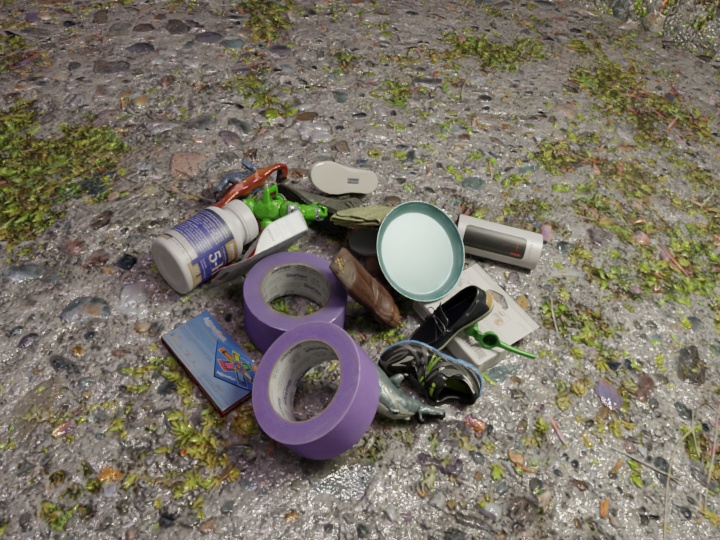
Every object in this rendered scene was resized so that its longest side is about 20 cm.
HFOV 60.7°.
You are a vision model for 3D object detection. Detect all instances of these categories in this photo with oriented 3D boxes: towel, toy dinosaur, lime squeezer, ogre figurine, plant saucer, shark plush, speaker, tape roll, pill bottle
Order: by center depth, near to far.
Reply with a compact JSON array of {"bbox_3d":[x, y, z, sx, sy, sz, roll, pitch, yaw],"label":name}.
[{"bbox_3d":[-0.072,0.192,0.995,0.195,0.085,0.205,-13,56,20],"label":"tape roll"},{"bbox_3d":[0.059,0.208,1.055,0.195,0.091,0.085,22,74,5],"label":"shark plush"},{"bbox_3d":[-0.124,0.064,1.168,0.193,0.086,0.203,6,45,-6],"label":"tape roll"},{"bbox_3d":[0.238,0.118,1.171,0.199,0.038,0.070,39,22,28],"label":"lime squeezer"},{"bbox_3d":[-0.306,-0.056,1.234,0.119,0.122,0.199,34,53,23],"label":"pill bottle"},{"bbox_3d":[0.119,-0.037,1.241,0.194,0.027,0.207,5,76,-20],"label":"plant saucer"},{"bbox_3d":[-0.183,-0.132,1.326,0.196,0.100,0.120,27,11,15],"label":"ogre figurine"},{"bbox_3d":[0.040,-0.116,1.344,0.145,0.038,0.198,10,13,31],"label":"towel"},{"bbox_3d":[-0.242,-0.187,1.379,0.176,0.107,0.202,-18,41,-3],"label":"toy dinosaur"},{"bbox_3d":[0.308,-0.064,1.386,0.194,0.083,0.082,15,44,4],"label":"speaker"}]

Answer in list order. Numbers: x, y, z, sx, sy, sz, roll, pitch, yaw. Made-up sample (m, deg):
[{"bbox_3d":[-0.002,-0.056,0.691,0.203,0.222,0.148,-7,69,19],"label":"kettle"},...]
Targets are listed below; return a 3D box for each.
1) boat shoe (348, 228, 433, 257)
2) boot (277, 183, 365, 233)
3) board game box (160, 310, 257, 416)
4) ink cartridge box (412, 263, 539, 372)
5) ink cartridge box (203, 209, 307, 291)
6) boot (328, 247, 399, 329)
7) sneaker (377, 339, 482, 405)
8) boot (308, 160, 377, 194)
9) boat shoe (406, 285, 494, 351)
[{"bbox_3d":[0.070,-0.048,1.336,0.194,0.070,0.073,2,58,22],"label":"boat shoe"},{"bbox_3d":[-0.095,-0.157,1.432,0.196,0.069,0.130,27,35,16],"label":"boot"},{"bbox_3d":[-0.263,0.161,1.105,0.102,0.020,0.199,-30,57,-31],"label":"board game box"},{"bbox_3d":[0.230,0.094,1.239,0.173,0.045,0.201,-22,54,-27],"label":"ink cartridge box"},{"bbox_3d":[-0.215,-0.036,1.210,0.197,0.159,0.048,-28,86,-32],"label":"ink cartridge box"},{"bbox_3d":[0.000,0.000,1.190,0.063,0.199,0.189,-33,47,16],"label":"boot"},{"bbox_3d":[0.126,0.186,1.105,0.194,0.072,0.083,18,28,5],"label":"sneaker"},{"bbox_3d":[-0.058,-0.220,1.452,0.196,0.075,0.089,5,14,-41],"label":"boot"},{"bbox_3d":[0.156,0.094,1.150,0.198,0.062,0.076,-36,42,15],"label":"boat shoe"}]
